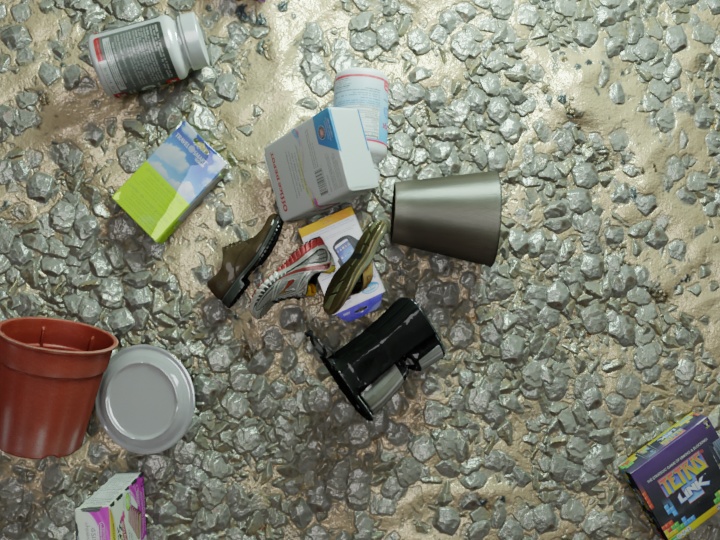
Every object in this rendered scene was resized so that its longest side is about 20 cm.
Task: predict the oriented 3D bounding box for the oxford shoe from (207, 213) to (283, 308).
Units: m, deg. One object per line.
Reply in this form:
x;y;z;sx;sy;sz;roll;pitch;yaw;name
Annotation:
-0.220;-0.035;1.165;0.084;0.073;0.202;37;85;2;oxford shoe

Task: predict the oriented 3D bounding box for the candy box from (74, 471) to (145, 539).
-0.428;0.448;1.068;0.059;0.200;0.141;-4;89;-4;candy box

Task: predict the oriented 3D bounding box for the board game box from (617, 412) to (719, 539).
0.643;0.412;1.225;0.197;0.057;0.168;-33;92;-5;board game box

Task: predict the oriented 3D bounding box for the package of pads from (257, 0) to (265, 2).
-0.205;-0.641;1.184;0.118;0.076;0.205;21;87;-1;package of pads

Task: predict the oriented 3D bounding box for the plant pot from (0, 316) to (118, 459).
-0.547;0.207;1.081;0.195;0.201;0.201;14;95;-4;plant pot

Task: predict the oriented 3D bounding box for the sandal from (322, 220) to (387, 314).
0.000;0.000;1.149;0.054;0.080;0.203;36;81;-24;sandal

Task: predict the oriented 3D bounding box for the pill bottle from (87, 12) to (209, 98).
-0.389;-0.403;1.143;0.195;0.114;0.117;-17;89;-5;pill bottle

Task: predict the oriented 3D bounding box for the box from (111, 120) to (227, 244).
-0.358;-0.167;1.170;0.122;0.048;0.201;43;85;-3;box

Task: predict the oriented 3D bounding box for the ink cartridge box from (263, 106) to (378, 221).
-0.076;-0.188;1.119;0.084;0.197;0.149;-14;88;-46;ink cartridge box

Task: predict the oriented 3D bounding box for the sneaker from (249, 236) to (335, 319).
-0.129;0.028;1.147;0.199;0.078;0.083;-40;87;16;sneaker

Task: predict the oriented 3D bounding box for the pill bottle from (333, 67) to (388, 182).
-0.001;-0.270;1.171;0.105;0.109;0.207;2;88;-4;pill bottle

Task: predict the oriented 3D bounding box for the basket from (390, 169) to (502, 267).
0.158;-0.106;1.169;0.194;0.136;0.186;4;87;-1;basket

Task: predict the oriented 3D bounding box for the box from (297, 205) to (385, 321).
-0.033;-0.008;1.195;0.116;0.041;0.205;-22;92;-5;box

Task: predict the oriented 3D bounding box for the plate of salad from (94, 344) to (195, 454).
-0.402;0.240;1.154;0.194;0.048;0.207;0;92;5;plate of salad

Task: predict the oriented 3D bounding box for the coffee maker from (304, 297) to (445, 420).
0.036;0.140;1.131;0.199;0.134;0.195;-38;119;-16;coffee maker
